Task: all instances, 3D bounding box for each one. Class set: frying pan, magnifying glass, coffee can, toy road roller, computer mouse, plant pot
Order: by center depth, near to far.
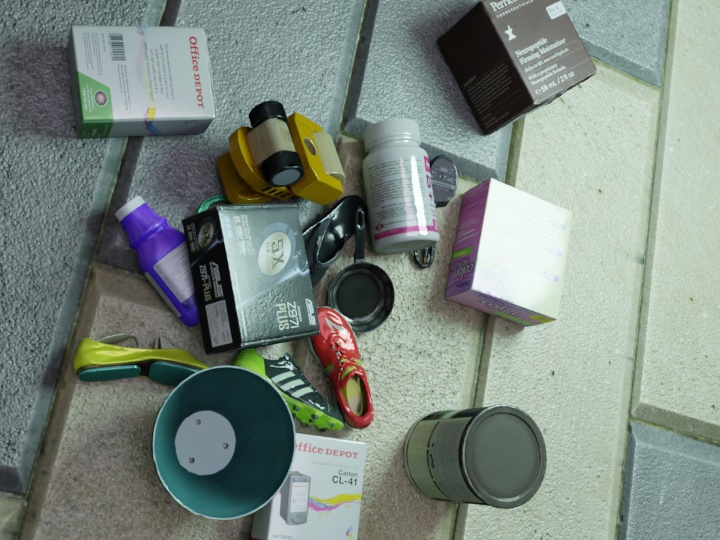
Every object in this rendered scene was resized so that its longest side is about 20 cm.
[{"bbox_3d":[-0.205,0.242,1.238,0.197,0.134,0.204,5,77,-23],"label":"plant pot"},{"bbox_3d":[0.172,0.287,1.359,0.144,0.200,0.149,5,78,-23],"label":"coffee can"},{"bbox_3d":[-0.131,-0.163,1.371,0.199,0.145,0.124,14,52,-57],"label":"toy road roller"},{"bbox_3d":[-0.163,-0.064,1.384,0.197,0.022,0.081,13,74,-19],"label":"magnifying glass"},{"bbox_3d":[-0.014,0.009,1.404,0.114,0.031,0.192,-27,104,-13],"label":"frying pan"},{"bbox_3d":[0.124,-0.102,1.514,0.058,0.034,0.203,17,80,-11],"label":"computer mouse"}]

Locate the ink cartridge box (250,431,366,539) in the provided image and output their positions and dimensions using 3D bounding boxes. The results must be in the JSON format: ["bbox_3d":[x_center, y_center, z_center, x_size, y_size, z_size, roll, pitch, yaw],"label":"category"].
[{"bbox_3d":[-0.078,0.348,1.302,0.145,0.085,0.203,12,76,-21],"label":"ink cartridge box"}]

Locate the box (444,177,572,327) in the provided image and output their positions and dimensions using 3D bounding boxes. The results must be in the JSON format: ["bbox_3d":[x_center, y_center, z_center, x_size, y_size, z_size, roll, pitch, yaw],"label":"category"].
[{"bbox_3d":[0.257,-0.027,1.518,0.174,0.096,0.203,18,72,-20],"label":"box"}]

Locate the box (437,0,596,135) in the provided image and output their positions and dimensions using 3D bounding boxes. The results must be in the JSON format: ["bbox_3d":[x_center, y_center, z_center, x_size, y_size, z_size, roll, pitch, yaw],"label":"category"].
[{"bbox_3d":[0.275,-0.380,1.557,0.165,0.164,0.202,-30,92,-25],"label":"box"}]

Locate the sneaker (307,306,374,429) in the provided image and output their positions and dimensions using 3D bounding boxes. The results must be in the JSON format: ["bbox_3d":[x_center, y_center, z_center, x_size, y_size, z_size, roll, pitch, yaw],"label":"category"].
[{"bbox_3d":[-0.021,0.148,1.359,0.076,0.085,0.203,-22,89,-14],"label":"sneaker"}]

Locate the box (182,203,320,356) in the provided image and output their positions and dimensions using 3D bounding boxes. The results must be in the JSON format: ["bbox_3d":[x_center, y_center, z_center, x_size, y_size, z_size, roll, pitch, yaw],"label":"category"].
[{"bbox_3d":[-0.157,0.011,1.282,0.163,0.085,0.203,-5,82,-51],"label":"box"}]

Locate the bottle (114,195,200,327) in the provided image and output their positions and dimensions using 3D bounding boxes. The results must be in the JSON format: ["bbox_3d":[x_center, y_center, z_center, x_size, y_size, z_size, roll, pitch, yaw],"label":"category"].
[{"bbox_3d":[-0.282,-0.016,1.295,0.083,0.065,0.201,-41,97,-30],"label":"bottle"}]

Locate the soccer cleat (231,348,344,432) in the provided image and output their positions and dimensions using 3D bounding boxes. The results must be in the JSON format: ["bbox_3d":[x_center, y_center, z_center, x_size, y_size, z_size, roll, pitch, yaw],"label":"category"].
[{"bbox_3d":[-0.103,0.177,1.339,0.198,0.067,0.082,31,56,-15],"label":"soccer cleat"}]

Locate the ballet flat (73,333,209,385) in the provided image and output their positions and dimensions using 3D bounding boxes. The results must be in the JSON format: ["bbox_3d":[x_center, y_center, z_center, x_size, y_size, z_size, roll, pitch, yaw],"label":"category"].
[{"bbox_3d":[-0.309,0.124,1.261,0.197,0.067,0.068,5,56,-21],"label":"ballet flat"}]

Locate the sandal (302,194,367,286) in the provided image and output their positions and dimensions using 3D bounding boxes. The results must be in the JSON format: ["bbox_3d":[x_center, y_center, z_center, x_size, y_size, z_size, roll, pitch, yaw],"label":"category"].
[{"bbox_3d":[-0.051,-0.050,1.397,0.076,0.043,0.201,53,58,-27],"label":"sandal"}]

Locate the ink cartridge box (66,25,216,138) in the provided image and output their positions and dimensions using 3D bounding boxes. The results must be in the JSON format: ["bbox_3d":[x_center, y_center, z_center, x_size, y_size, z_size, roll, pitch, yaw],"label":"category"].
[{"bbox_3d":[-0.328,-0.282,1.318,0.197,0.084,0.147,-6,82,-24],"label":"ink cartridge box"}]

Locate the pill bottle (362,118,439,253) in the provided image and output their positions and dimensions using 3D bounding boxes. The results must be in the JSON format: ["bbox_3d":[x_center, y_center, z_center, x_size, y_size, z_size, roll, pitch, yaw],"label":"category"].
[{"bbox_3d":[0.063,-0.137,1.444,0.112,0.113,0.203,-4,81,-24],"label":"pill bottle"}]
